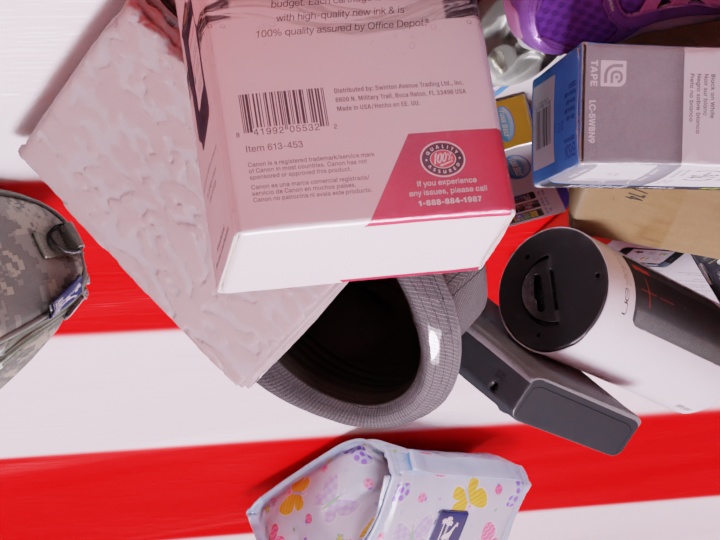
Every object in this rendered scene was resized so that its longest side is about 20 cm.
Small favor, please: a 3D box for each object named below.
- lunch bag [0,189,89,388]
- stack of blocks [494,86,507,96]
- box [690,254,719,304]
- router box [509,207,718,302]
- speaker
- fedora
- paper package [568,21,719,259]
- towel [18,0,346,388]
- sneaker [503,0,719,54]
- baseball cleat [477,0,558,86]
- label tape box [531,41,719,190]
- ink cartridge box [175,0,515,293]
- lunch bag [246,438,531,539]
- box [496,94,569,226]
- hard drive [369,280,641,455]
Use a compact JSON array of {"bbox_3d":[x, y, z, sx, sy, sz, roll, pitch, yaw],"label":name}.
[{"bbox_3d":[-0.280,0.031,1.516,0.167,0.140,0.200,-14,164,-38],"label":"lunch bag"},{"bbox_3d":[-0.011,-0.101,1.406,0.114,0.059,0.200,6,152,-34],"label":"stack of blocks"},{"bbox_3d":[0.317,-0.043,1.606,0.199,0.049,0.161,-29,143,9],"label":"box"},{"bbox_3d":[0.235,-0.020,1.713,0.199,0.049,0.179,3,154,-29],"label":"router box"},{"bbox_3d":[0.169,0.034,1.538,0.081,0.082,0.200,-23,154,27],"label":"speaker"},{"bbox_3d":[0.000,0.000,1.417,0.199,0.178,0.090,-2,-155,48],"label":"fedora"},{"bbox_3d":[0.225,-0.086,1.409,0.189,0.104,0.200,11,162,3],"label":"paper package"},{"bbox_3d":[-0.094,-0.043,1.373,0.032,0.200,0.191,-41,178,-38],"label":"towel"},{"bbox_3d":[0.170,-0.155,1.203,0.199,0.089,0.081,-19,122,-13],"label":"sneaker"},{"bbox_3d":[0.125,-0.180,1.287,0.199,0.106,0.070,-34,118,-3],"label":"baseball cleat"},{"bbox_3d":[0.196,-0.076,1.223,0.198,0.064,0.144,1,178,-5],"label":"label tape box"},{"bbox_3d":[-0.014,-0.101,1.228,0.144,0.201,0.084,-5,160,-13],"label":"ink cartridge box"},{"bbox_3d":[0.028,0.221,2.092,0.169,0.128,0.200,9,144,-43],"label":"lunch bag"},{"bbox_3d":[0.049,-0.056,1.565,0.199,0.042,0.119,-17,156,8],"label":"box"},{"bbox_3d":[0.071,0.040,1.521,0.139,0.200,0.033,23,103,-53],"label":"hard drive"}]
